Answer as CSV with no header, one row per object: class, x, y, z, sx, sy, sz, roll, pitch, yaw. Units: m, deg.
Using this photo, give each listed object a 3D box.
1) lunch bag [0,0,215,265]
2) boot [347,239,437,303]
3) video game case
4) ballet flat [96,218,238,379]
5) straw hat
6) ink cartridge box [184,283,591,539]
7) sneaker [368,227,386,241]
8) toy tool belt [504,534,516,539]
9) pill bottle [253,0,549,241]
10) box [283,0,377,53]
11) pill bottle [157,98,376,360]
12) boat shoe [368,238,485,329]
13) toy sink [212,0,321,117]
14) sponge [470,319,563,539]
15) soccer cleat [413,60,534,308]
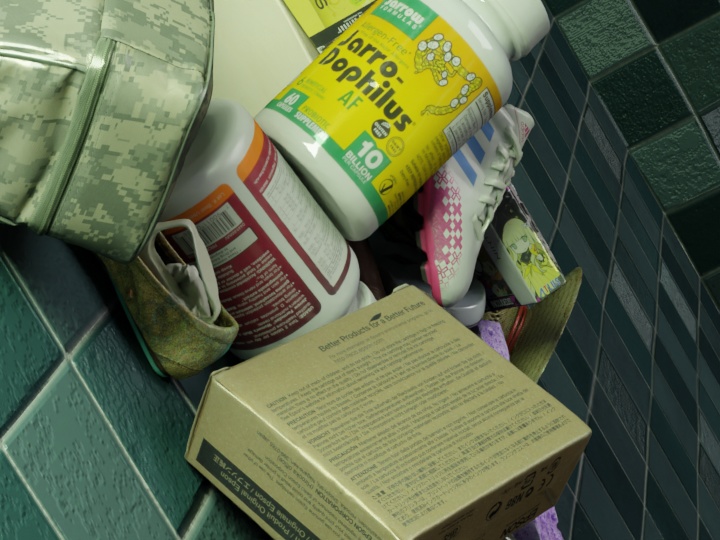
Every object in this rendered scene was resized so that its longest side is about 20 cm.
lunch bag,-0.179,-0.117,1.219,0.167,0.140,0.200,19,32,-14
boot,0.000,0.000,1.617,0.187,0.064,0.200,112,-29,-52
video game case,0.063,-0.050,1.691,0.182,0.036,0.200,59,-21,-7
ballet flat,-0.140,-0.028,1.333,0.200,0.071,0.071,59,16,-9
straw hat,0.102,0.067,1.822,0.085,0.201,0.201,28,20,-2
ink cartridge box,0.019,0.107,1.340,0.165,0.075,0.200,39,38,24
sneaker,0.053,-0.008,1.856,0.200,0.082,0.074,42,10,-51
toy tool belt,0.030,0.211,1.435,0.125,0.123,0.200,37,9,-6
pill bottle,0.031,-0.125,1.469,0.113,0.200,0.113,44,-11,11
box,-0.031,-0.226,1.517,0.200,0.075,0.050,56,17,-27
pill bottle,-0.069,-0.009,1.443,0.200,0.109,0.110,53,18,-31
boat shoe,0.036,0.028,1.689,0.200,0.070,0.066,25,-61,57
toy sink,-0.078,-0.132,1.583,0.200,0.130,0.112,61,15,-2
sponge,0.087,0.150,1.638,0.030,0.112,0.200,10,54,-40
soccer cleat,0.082,-0.074,1.547,0.070,0.086,0.201,46,43,-81
